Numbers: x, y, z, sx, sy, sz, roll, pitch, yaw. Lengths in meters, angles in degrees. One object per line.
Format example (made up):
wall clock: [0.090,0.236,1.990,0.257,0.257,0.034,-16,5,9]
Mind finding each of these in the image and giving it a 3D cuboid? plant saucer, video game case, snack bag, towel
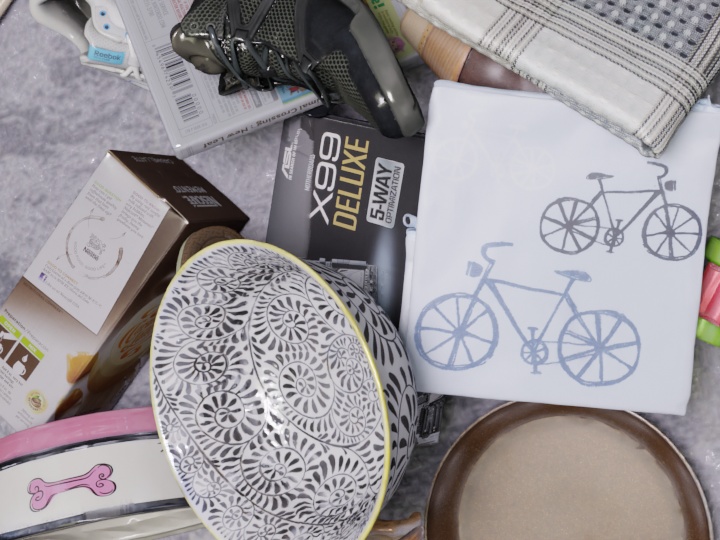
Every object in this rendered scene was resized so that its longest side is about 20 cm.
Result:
plant saucer: [0.143,0.183,0.931,0.198,0.032,0.202,1,93,17]
video game case: [-0.075,-0.195,0.918,0.181,0.022,0.201,-22,71,-5]
snack bag: [0.118,-0.014,0.823,0.186,0.021,0.202,5,102,1]
towel: [0.142,-0.190,0.808,0.199,0.035,0.193,33,72,13]

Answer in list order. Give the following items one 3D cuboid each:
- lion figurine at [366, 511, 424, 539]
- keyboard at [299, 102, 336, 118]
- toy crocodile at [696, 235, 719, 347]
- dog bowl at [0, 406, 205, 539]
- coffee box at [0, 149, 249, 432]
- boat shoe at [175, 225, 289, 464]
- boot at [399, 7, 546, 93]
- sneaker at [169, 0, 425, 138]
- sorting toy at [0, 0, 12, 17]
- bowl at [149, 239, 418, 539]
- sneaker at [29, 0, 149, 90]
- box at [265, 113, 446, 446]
lion figurine: [-0.025,0.191,0.918,0.121,0.200,0.073,8,65,-4]
keyboard: [-0.080,-0.190,0.938,0.199,0.104,0.040,32,143,12]
toy crocodile: [0.267,0.034,0.867,0.199,0.062,0.068,27,101,13]
dog bowl: [-0.177,0.150,0.948,0.198,0.200,0.075,-16,75,17]
coffee box: [-0.185,0.017,0.975,0.080,0.114,0.201,40,104,11]
boat shoe: [-0.086,0.072,0.921,0.071,0.076,0.202,-12,85,-19]
boot: [0.142,-0.173,0.867,0.166,0.072,0.200,38,83,15]
sneaker: [-0.042,-0.130,0.833,0.114,0.076,0.200,-35,57,-3]
sorting toy: [-0.345,-0.259,1.046,0.185,0.036,0.201,39,104,11]
bowl: [-0.031,0.074,0.821,0.199,0.094,0.203,10,105,40]
sneaker: [-0.152,-0.154,0.961,0.199,0.087,0.075,29,124,15]
box: [0.000,0.000,0.914,0.157,0.049,0.202,19,103,44]
